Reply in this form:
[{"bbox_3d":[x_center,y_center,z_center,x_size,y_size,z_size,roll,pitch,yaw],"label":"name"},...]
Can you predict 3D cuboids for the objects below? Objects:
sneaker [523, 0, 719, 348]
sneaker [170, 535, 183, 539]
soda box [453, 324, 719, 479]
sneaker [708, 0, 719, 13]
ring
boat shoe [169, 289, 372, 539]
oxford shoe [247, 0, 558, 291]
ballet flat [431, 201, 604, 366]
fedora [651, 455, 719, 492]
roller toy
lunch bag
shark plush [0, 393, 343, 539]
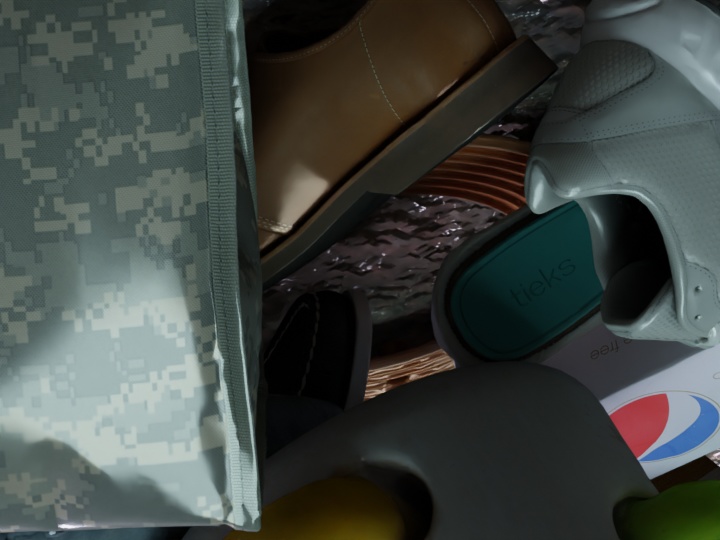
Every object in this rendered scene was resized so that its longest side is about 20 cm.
[{"bbox_3d":[0.123,0.002,0.963,0.200,0.092,0.076,44,157,-22],"label":"sneaker"},{"bbox_3d":[-0.059,0.108,1.203,0.200,0.082,0.078,29,89,-27],"label":"sneaker"},{"bbox_3d":[0.135,0.021,1.103,0.200,0.064,0.068,-27,141,24],"label":"soda box"},{"bbox_3d":[0.200,-0.104,0.934,0.198,0.080,0.130,-7,160,12],"label":"sneaker"},{"bbox_3d":[0.000,0.000,1.104,0.200,0.019,0.201,-9,151,-5],"label":"ring"},{"bbox_3d":[-0.052,0.093,1.105,0.060,0.076,0.201,17,106,-14],"label":"boat shoe"},{"bbox_3d":[-0.024,-0.039,0.982,0.200,0.071,0.071,-38,-179,32],"label":"oxford shoe"},{"bbox_3d":[0.110,-0.026,1.047,0.200,0.070,0.070,-29,151,-7],"label":"ballet flat"},{"bbox_3d":[0.098,0.120,1.205,0.201,0.082,0.201,-43,165,-14],"label":"fedora"},{"bbox_3d":[0.024,0.124,1.010,0.199,0.140,0.183,-16,151,-30],"label":"roller toy"},{"bbox_3d":[-0.113,-0.027,0.893,0.163,0.118,0.201,-2,117,0],"label":"lunch bag"},{"bbox_3d":[-0.085,0.064,0.983,0.083,0.091,0.200,1,177,30],"label":"shark plush"}]
